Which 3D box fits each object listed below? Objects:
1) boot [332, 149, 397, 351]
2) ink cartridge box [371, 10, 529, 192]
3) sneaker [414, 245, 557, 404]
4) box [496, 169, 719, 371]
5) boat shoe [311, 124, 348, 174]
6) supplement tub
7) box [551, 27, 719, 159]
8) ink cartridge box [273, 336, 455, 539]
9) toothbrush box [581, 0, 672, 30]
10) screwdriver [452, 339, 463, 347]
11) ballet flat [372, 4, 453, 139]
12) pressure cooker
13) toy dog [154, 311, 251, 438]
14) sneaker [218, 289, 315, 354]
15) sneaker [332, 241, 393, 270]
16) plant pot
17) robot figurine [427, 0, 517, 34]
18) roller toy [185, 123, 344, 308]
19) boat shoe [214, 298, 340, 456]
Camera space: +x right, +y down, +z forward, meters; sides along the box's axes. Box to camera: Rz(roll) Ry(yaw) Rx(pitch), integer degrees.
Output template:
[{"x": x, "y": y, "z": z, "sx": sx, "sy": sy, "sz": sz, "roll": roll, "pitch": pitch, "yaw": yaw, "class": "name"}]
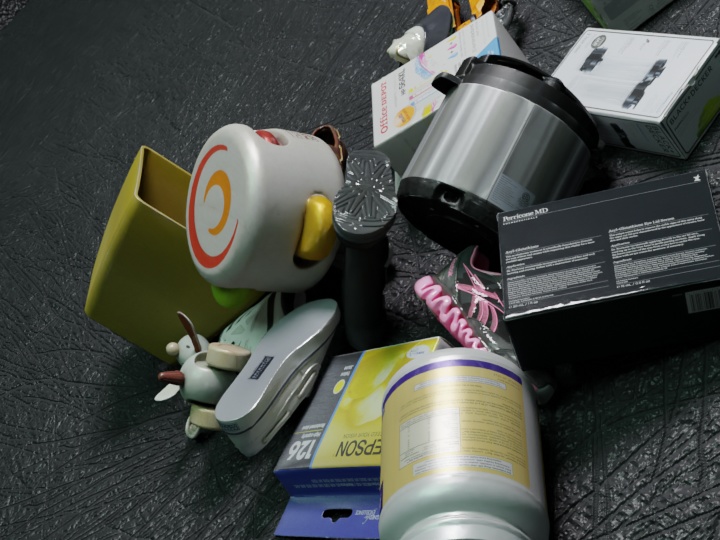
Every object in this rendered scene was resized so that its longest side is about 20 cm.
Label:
[{"x": 0.000, "y": 0.000, "z": 1.373, "sx": 0.065, "sy": 0.202, "sz": 0.166, "roll": 9, "pitch": 33, "yaw": 4, "class": "boot"}, {"x": 0.106, "y": -0.175, "z": 1.508, "sx": 0.199, "sy": 0.125, "sz": 0.129, "roll": -29, "pitch": 36, "yaw": 22, "class": "ink cartridge box"}, {"x": 0.136, "y": 0.045, "z": 1.258, "sx": 0.095, "sy": 0.079, "sz": 0.200, "roll": -41, "pitch": 48, "yaw": -1, "class": "sneaker"}, {"x": 0.229, "y": 0.000, "z": 1.176, "sx": 0.197, "sy": 0.079, "sz": 0.142, "roll": -11, "pitch": 45, "yaw": 14, "class": "box"}, {"x": -0.054, "y": -0.127, "z": 1.622, "sx": 0.069, "sy": 0.071, "sz": 0.200, "roll": -11, "pitch": 21, "yaw": 7, "class": "boat shoe"}, {"x": 0.087, "y": 0.184, "z": 1.118, "sx": 0.144, "sy": 0.145, "sz": 0.201, "roll": -27, "pitch": 36, "yaw": 25, "class": "supplement tub"}, {"x": 0.292, "y": -0.192, "z": 1.383, "sx": 0.117, "sy": 0.060, "sz": 0.199, "roll": -53, "pitch": 33, "yaw": -13, "class": "box"}, {"x": -0.006, "y": 0.169, "z": 1.305, "sx": 0.197, "sy": 0.047, "sz": 0.201, "roll": -14, "pitch": 41, "yaw": 52, "class": "ink cartridge box"}, {"x": 0.312, "y": -0.384, "z": 1.550, "sx": 0.145, "sy": 0.086, "sz": 0.201, "roll": -36, "pitch": 33, "yaw": 13, "class": "toothbrush box"}, {"x": 0.058, "y": 0.143, "z": 1.296, "sx": 0.028, "sy": 0.029, "sz": 0.201, "roll": 12, "pitch": 58, "yaw": 52, "class": "screwdriver"}, {"x": 0.060, "y": -0.243, "z": 1.622, "sx": 0.073, "sy": 0.072, "sz": 0.203, "roll": 17, "pitch": 90, "yaw": 54, "class": "ballet flat"}, {"x": 0.152, "y": -0.116, "z": 1.338, "sx": 0.177, "sy": 0.176, "sz": 0.202, "roll": 19, "pitch": 76, "yaw": 37, "class": "pressure cooker"}, {"x": -0.196, "y": 0.115, "z": 1.472, "sx": 0.200, "sy": 0.095, "sz": 0.134, "roll": 158, "pitch": 123, "yaw": -64, "class": "toy dog"}, {"x": -0.117, "y": 0.106, "z": 1.512, "sx": 0.115, "sy": 0.076, "sz": 0.202, "roll": -34, "pitch": 26, "yaw": 32, "class": "sneaker"}, {"x": -0.021, "y": -0.051, "z": 1.564, "sx": 0.199, "sy": 0.077, "sz": 0.082, "roll": 12, "pitch": 54, "yaw": 51, "class": "sneaker"}, {"x": -0.241, "y": -0.005, "z": 1.635, "sx": 0.177, "sy": 0.199, "sz": 0.200, "roll": -53, "pitch": 19, "yaw": 15, "class": "plant pot"}, {"x": 0.144, "y": -0.327, "z": 1.696, "sx": 0.144, "sy": 0.058, "sz": 0.201, "roll": -31, "pitch": 35, "yaw": 21, "class": "robot figurine"}, {"x": -0.102, "y": -0.069, "z": 1.468, "sx": 0.200, "sy": 0.138, "sz": 0.185, "roll": -42, "pitch": 52, "yaw": 48, "class": "roller toy"}, {"x": -0.078, "y": 0.114, "z": 1.396, "sx": 0.071, "sy": 0.066, "sz": 0.201, "roll": 0, "pitch": 40, "yaw": 36, "class": "boat shoe"}]
